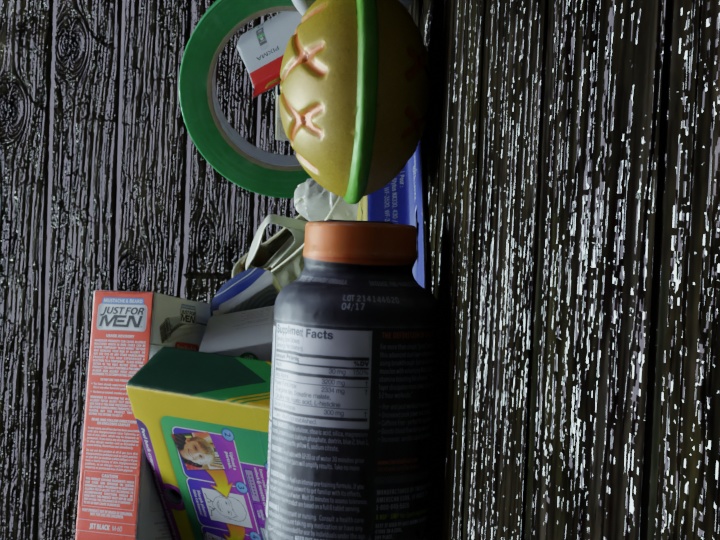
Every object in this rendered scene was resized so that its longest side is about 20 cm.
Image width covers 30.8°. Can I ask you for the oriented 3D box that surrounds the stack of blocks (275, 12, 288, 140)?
[{"bbox_3d":[-0.038,-0.223,1.462,0.201,0.113,0.059,-93,7,-50],"label":"stack of blocks"}]

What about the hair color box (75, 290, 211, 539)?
[{"bbox_3d":[-0.172,0.122,1.064,0.111,0.063,0.203,18,-105,-67],"label":"hair color box"}]

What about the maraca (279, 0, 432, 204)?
[{"bbox_3d":[-0.002,-0.147,0.905,0.137,0.105,0.203,-140,52,-76],"label":"maraca"}]

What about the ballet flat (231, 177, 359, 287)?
[{"bbox_3d":[-0.045,-0.038,1.132,0.200,0.069,0.070,-44,32,34],"label":"ballet flat"}]

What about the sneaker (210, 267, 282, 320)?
[{"bbox_3d":[-0.085,0.080,1.146,0.115,0.080,0.201,51,166,56],"label":"sneaker"}]

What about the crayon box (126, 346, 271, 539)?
[{"bbox_3d":[-0.073,0.165,0.995,0.058,0.170,0.202,-48,-45,-48],"label":"crayon box"}]

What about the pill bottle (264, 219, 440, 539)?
[{"bbox_3d":[-0.003,0.070,0.810,0.106,0.105,0.203,-164,77,-86],"label":"pill bottle"}]

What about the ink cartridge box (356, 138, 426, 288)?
[{"bbox_3d":[0.018,0.018,0.989,0.201,0.046,0.200,94,177,-54],"label":"ink cartridge box"}]

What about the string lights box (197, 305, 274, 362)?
[{"bbox_3d":[-0.052,0.128,1.059,0.059,0.101,0.202,-80,-22,-61],"label":"string lights box"}]

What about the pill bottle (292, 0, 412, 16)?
[{"bbox_3d":[-0.018,-0.271,1.073,0.201,0.107,0.110,-108,20,-63],"label":"pill bottle"}]

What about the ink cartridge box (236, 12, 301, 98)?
[{"bbox_3d":[-0.048,-0.243,1.312,0.050,0.160,0.200,61,-174,-14],"label":"ink cartridge box"}]

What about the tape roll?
[{"bbox_3d":[-0.066,-0.169,1.201,0.048,0.197,0.203,-101,13,-73],"label":"tape roll"}]
